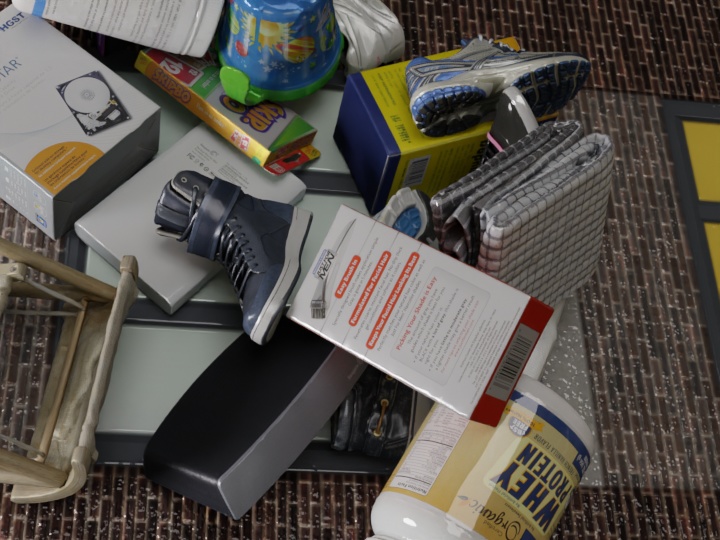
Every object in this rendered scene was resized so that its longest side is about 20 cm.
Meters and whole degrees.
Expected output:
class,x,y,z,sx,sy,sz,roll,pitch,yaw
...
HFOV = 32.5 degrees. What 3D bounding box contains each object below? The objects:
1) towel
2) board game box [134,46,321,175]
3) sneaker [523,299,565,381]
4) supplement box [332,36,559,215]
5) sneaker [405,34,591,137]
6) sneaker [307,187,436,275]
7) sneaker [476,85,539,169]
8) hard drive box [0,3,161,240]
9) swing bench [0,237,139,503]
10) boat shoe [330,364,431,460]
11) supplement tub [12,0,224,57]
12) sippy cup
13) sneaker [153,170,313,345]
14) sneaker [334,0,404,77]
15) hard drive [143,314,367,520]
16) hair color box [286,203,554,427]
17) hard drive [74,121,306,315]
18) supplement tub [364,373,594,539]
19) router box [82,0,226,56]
class,x,y,z,sx,sy,sz,roll,pitch,yaw
towel,0.145,-0.030,1.140,0.085,0.166,0.200,32,49,31
board game box,-0.134,-0.175,1.301,0.200,0.030,0.095,41,34,11
sneaker,0.148,0.058,1.214,0.088,0.076,0.201,18,47,5
supplement box,0.087,-0.152,1.302,0.199,0.110,0.109,-16,63,-19
sneaker,0.135,-0.200,1.233,0.199,0.077,0.086,-12,58,-18
sneaker,0.000,0.000,1.201,0.075,0.087,0.200,52,47,-2
sneaker,0.127,-0.088,1.228,0.099,0.201,0.071,-19,48,-11
hard drive box,-0.325,-0.152,1.238,0.199,0.077,0.156,36,58,11
swing bench,-0.310,0.080,1.071,0.199,0.130,0.200,15,56,-9
boat shoe,0.021,0.080,1.167,0.090,0.071,0.202,9,59,-10
supplement tub,-0.242,-0.302,1.252,0.199,0.132,0.133,14,56,-18
sippy cup,-0.083,-0.264,1.268,0.138,0.131,0.179,-7,68,-7
sneaker,-0.126,-0.017,1.136,0.145,0.077,0.203,22,28,-9
sneaker,-0.046,-0.294,1.384,0.099,0.078,0.200,-38,71,-25
hard drive,-0.095,0.119,1.102,0.134,0.042,0.200,15,51,39
hair color box,0.047,0.036,1.037,0.199,0.064,0.111,28,91,30
hard drive,-0.168,-0.062,1.243,0.132,0.026,0.200,39,60,13
supplement tub,0.098,0.196,1.060,0.144,0.145,0.201,30,69,8
router box,-0.241,-0.341,1.384,0.199,0.051,0.149,-30,70,-25
